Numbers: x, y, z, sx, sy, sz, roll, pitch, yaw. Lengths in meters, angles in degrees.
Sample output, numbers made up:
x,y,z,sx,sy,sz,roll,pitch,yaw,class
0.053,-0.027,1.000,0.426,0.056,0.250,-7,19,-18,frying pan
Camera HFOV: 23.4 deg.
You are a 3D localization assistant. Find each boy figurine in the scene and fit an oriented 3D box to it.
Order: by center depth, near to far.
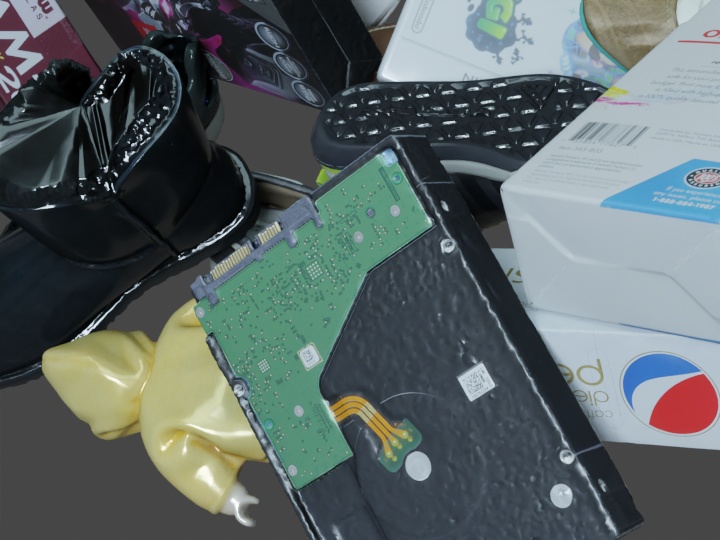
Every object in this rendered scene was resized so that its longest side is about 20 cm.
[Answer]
x,y,z,sx,sy,sz,roll,pitch,yaw,class
-0.063,0.066,0.869,0.199,0.064,0.125,0,71,14,boy figurine

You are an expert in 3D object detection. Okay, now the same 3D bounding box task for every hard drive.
x,y,z,sx,sy,sz,roll,pitch,yaw,class
0.019,0.058,0.779,0.140,0.038,0.200,-36,77,26,hard drive

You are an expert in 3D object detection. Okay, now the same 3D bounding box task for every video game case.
x,y,z,sx,sy,sz,roll,pitch,yaw,class
0.129,-0.165,0.962,0.182,0.024,0.200,22,90,4,video game case

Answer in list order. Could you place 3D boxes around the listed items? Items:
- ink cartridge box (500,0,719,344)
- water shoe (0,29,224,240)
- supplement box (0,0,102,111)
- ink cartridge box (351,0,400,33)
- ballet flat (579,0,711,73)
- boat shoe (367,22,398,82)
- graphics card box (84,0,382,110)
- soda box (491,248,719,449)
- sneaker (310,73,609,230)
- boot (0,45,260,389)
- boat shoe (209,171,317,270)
x,y,z,sx,sy,sz,roll,pitch,yaw,class
0.169,-0.055,0.782,0.115,0.068,0.200,12,41,41,ink cartridge box
-0.153,-0.059,0.985,0.071,0.079,0.200,18,54,24,water shoe
-0.223,-0.121,0.974,0.061,0.109,0.200,-41,20,-25,supplement box
-0.015,-0.255,1.092,0.146,0.085,0.200,35,51,-13,ink cartridge box
0.208,-0.108,0.903,0.072,0.200,0.068,-12,55,56,ballet flat
0.088,-0.136,1.018,0.199,0.072,0.076,-2,48,8,boat shoe
-0.093,-0.166,1.016,0.200,0.126,0.051,19,65,36,graphics card box
0.122,0.035,0.790,0.200,0.064,0.068,1,34,30,soda box
0.069,-0.056,0.941,0.200,0.083,0.072,8,52,23,sneaker
-0.154,-0.024,0.851,0.200,0.168,0.077,-30,69,4,boot
0.000,0.000,0.920,0.200,0.060,0.074,25,57,28,boat shoe
